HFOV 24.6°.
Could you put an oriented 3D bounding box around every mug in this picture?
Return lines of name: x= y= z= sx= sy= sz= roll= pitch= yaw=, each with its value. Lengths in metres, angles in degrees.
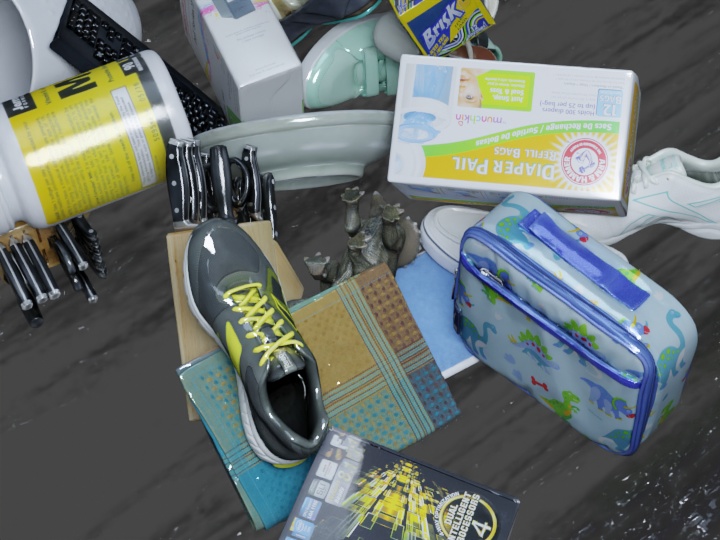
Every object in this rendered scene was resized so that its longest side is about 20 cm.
mug: x=-0.318 y=-0.217 z=1.590 sx=0.199 sy=0.149 sz=0.175 roll=-8 pitch=9 yaw=38

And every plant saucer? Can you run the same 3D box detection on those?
plant saucer: x=-0.052 y=-0.102 z=1.469 sx=0.198 sy=0.200 sz=0.051 roll=-6 pitch=87 yaw=-1

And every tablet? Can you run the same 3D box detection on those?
tablet: x=0.074 y=0.032 z=1.424 sx=0.199 sy=0.014 sz=0.130 roll=-26 pitch=52 yaw=-18

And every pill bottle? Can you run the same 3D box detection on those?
pill bottle: x=-0.250 y=-0.104 z=1.414 sx=0.199 sy=0.115 sz=0.115 roll=-22 pitch=51 yaw=-12

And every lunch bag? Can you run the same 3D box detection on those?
lunch bag: x=0.164 y=0.040 z=1.304 sx=0.200 sy=0.161 sz=0.082 roll=38 pitch=61 yaw=23

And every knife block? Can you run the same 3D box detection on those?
knife block: x=-0.118 y=-0.003 z=1.349 sx=0.063 sy=0.176 sz=0.201 roll=-7 pitch=46 yaw=26
knife block: x=-0.315 y=-0.035 z=1.479 sx=0.198 sy=0.064 sz=0.176 roll=12 pitch=50 yaw=14

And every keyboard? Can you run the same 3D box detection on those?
keyboard: x=-0.193 y=-0.171 z=1.518 sx=0.039 sy=0.200 sz=0.105 roll=-27 pitch=40 yaw=37

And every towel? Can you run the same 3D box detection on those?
towel: x=-0.032 y=0.099 z=1.318 sx=0.199 sy=0.022 sz=0.148 roll=-28 pitch=94 yaw=-21

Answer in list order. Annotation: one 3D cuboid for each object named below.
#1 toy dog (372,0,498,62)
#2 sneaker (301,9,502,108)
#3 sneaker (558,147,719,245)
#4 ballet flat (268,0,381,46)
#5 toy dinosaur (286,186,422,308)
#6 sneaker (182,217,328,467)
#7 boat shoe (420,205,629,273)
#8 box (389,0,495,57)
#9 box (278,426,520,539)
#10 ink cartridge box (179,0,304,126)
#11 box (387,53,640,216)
toy dog: x=0.102 y=-0.160 z=1.521 sx=0.131 sy=0.096 sz=0.201 roll=-27 pitch=74 yaw=11
sneaker: x=0.040 y=-0.193 z=1.580 sx=0.199 sy=0.074 sz=0.118 roll=-28 pitch=49 yaw=-21
sneaker: x=0.250 y=-0.072 z=1.458 sx=0.198 sy=0.081 sz=0.071 roll=-5 pitch=50 yaw=2
ballet flat: x=-0.052 y=-0.260 z=1.579 sx=0.073 sy=0.073 sz=0.199 roll=-44 pitch=17 yaw=-29
toy dinosaur: x=0.000 y=0.000 z=1.389 sx=0.076 sy=0.103 sz=0.201 roll=11 pitch=52 yaw=25
sneaker: x=-0.070 y=0.051 z=1.253 sx=0.074 sy=0.085 sz=0.201 roll=-25 pitch=93 yaw=-23
boat shoe: x=0.142 y=-0.023 z=1.415 sx=0.198 sy=0.066 sz=0.074 roll=18 pitch=52 yaw=20
box: x=0.050 y=-0.272 z=1.477 sx=0.070 sy=0.064 sz=0.201 roll=-32 pitch=39 yaw=9
box: x=0.014 y=0.230 z=1.219 sx=0.160 sy=0.049 sz=0.201 roll=20 pitch=53 yaw=9
ink cartridge box: x=-0.122 y=-0.225 z=1.571 sx=0.067 sy=0.117 sz=0.201 roll=-21 pitch=63 yaw=-12
box: x=0.133 y=-0.113 z=1.401 sx=0.198 sy=0.101 sz=0.114 roll=5 pitch=85 yaw=13
